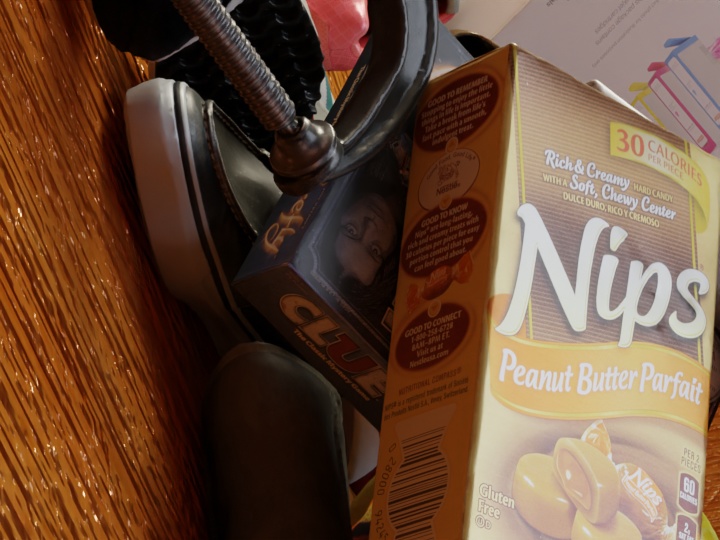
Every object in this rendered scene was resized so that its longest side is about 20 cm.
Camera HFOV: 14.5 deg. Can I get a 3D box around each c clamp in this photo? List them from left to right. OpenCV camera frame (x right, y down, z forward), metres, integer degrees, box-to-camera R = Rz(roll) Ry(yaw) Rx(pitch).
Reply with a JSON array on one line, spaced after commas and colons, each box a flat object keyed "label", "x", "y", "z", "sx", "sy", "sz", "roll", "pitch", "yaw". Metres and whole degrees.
[{"label": "c clamp", "x": -0.044, "y": -0.102, "z": 0.963, "sx": 0.200, "sy": 0.027, "sz": 0.171, "roll": 48, "pitch": 49, "yaw": -35}]

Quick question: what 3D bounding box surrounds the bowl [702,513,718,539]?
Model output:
[{"label": "bowl", "x": 0.082, "y": 0.182, "z": 1.392, "sx": 0.107, "sy": 0.200, "sz": 0.201, "roll": -13, "pitch": 92, "yaw": -40}]

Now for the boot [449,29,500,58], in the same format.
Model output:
[{"label": "boot", "x": 0.060, "y": -0.012, "z": 1.279, "sx": 0.075, "sy": 0.073, "sz": 0.201, "roll": 163, "pitch": -89, "yaw": -70}]

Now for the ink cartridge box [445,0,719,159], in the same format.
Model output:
[{"label": "ink cartridge box", "x": 0.140, "y": -0.085, "z": 1.398, "sx": 0.200, "sy": 0.125, "sz": 0.128, "roll": 47, "pitch": -9, "yaw": -20}]

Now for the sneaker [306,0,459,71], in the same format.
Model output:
[{"label": "sneaker", "x": 0.020, "y": -0.131, "z": 1.291, "sx": 0.200, "sy": 0.087, "sz": 0.074, "roll": -38, "pitch": 131, "yaw": -45}]

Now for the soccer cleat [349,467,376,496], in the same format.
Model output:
[{"label": "soccer cleat", "x": 0.050, "y": 0.126, "z": 1.313, "sx": 0.200, "sy": 0.068, "sz": 0.085, "roll": 44, "pitch": -26, "yaw": 40}]

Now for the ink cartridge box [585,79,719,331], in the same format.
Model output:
[{"label": "ink cartridge box", "x": 0.165, "y": 0.018, "z": 1.169, "sx": 0.200, "sy": 0.050, "sz": 0.162, "roll": 34, "pitch": -11, "yaw": 18}]

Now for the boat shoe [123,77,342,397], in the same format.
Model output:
[{"label": "boat shoe", "x": -0.034, "y": -0.013, "z": 1.080, "sx": 0.200, "sy": 0.071, "sz": 0.072, "roll": 62, "pitch": 19, "yaw": -57}]

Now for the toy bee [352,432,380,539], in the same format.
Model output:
[{"label": "toy bee", "x": 0.040, "y": 0.097, "z": 1.144, "sx": 0.200, "sy": 0.108, "sz": 0.131, "roll": -13, "pitch": 105, "yaw": -51}]

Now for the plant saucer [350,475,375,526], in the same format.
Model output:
[{"label": "plant saucer", "x": 0.020, "y": 0.220, "z": 1.210, "sx": 0.200, "sy": 0.048, "sz": 0.200, "roll": 69, "pitch": 11, "yaw": -46}]

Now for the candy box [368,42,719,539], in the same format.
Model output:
[{"label": "candy box", "x": 0.069, "y": 0.034, "z": 1.013, "sx": 0.115, "sy": 0.055, "sz": 0.201, "roll": 26, "pitch": 59, "yaw": -35}]

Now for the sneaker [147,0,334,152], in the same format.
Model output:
[{"label": "sneaker", "x": -0.049, "y": -0.076, "z": 1.143, "sx": 0.200, "sy": 0.070, "sz": 0.094, "roll": 67, "pitch": -4, "yaw": -48}]

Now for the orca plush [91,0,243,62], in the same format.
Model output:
[{"label": "orca plush", "x": -0.037, "y": -0.167, "z": 1.015, "sx": 0.200, "sy": 0.105, "sz": 0.071, "roll": -47, "pitch": 167, "yaw": -32}]

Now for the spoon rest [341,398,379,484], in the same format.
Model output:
[{"label": "spoon rest", "x": 0.000, "y": 0.000, "z": 1.259, "sx": 0.099, "sy": 0.060, "sz": 0.201, "roll": -113, "pitch": -149, "yaw": -65}]

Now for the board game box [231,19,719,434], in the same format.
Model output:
[{"label": "board game box", "x": 0.053, "y": 0.019, "z": 1.069, "sx": 0.200, "sy": 0.035, "sz": 0.136, "roll": 45, "pitch": 51, "yaw": -23}]

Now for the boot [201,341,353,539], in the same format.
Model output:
[{"label": "boot", "x": -0.025, "y": 0.113, "z": 0.979, "sx": 0.182, "sy": 0.072, "sz": 0.201, "roll": 90, "pitch": 1, "yaw": -58}]
